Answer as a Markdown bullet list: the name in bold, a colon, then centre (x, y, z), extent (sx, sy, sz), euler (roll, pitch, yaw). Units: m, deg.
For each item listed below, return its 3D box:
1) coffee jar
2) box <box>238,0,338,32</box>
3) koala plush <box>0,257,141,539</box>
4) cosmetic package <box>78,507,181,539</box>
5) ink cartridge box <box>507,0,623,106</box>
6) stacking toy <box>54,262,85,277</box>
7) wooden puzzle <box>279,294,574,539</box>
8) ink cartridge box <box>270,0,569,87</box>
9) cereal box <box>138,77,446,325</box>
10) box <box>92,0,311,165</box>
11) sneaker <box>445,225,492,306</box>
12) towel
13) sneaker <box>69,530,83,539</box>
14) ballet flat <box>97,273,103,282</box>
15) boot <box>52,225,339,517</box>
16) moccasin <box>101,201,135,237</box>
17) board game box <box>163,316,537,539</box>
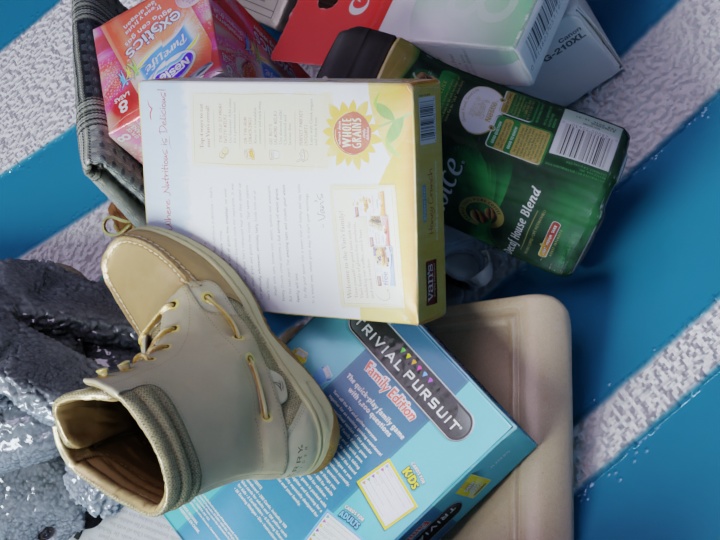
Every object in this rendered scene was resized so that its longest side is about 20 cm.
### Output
- **coffee jar**: centre (0.062, -0.077, 1.202), extent (0.200, 0.104, 0.085), euler (22, 58, 3)
- **box**: centre (-0.039, -0.280, 1.427), extent (0.095, 0.078, 0.200), euler (28, 99, 30)
- **koala plush**: centre (-0.222, 0.112, 1.226), extent (0.177, 0.184, 0.200), euler (-77, 8, -59)
- **cosmetic package**: centre (-0.119, 0.171, 1.267), extent (0.101, 0.071, 0.200), euler (13, 72, 38)
- **ink cartridge box**: centre (0.074, -0.186, 1.333), extent (0.145, 0.084, 0.200), euler (-33, 49, 14)
- **stacking toy**: centre (-0.292, 0.025, 1.479), extent (0.200, 0.085, 0.085), euler (11, 70, 46)
- **wooden puzzle**: centre (0.039, 0.116, 1.197), extent (0.200, 0.037, 0.185), euler (-7, 72, 26)
- **ink cartridge box**: centre (0.047, -0.204, 1.260), extent (0.200, 0.050, 0.161), euler (11, 62, 27)
- **cereal box**: centre (-0.044, -0.046, 1.160), extent (0.200, 0.040, 0.144), euler (5, 102, 31)
- **box**: centre (-0.087, -0.100, 1.318), extent (0.095, 0.200, 0.103), euler (-27, 53, 17)
- **sneaker**: centre (0.000, 0.000, 1.282), extent (0.200, 0.075, 0.115), euler (-25, 50, 17)
- **towel**: centre (-0.144, -0.090, 1.354), extent (0.035, 0.200, 0.193), euler (-27, 48, 18)
- **sneaker**: centre (-0.285, 0.174, 1.382), extent (0.200, 0.075, 0.116), euler (36, 90, 42)
- **ballet flat**: centre (-0.182, 0.060, 1.358), extent (0.064, 0.067, 0.200), euler (39, 115, 4)
- **boot**: centre (-0.124, 0.055, 1.112), extent (0.200, 0.155, 0.073), euler (49, 125, 22)
- **moccasin**: centre (-0.155, -0.047, 1.415), extent (0.074, 0.078, 0.202), euler (-20, 58, 26)
- **board game box**: centre (-0.016, 0.120, 1.165), extent (0.200, 0.047, 0.151), euler (-44, 60, 2)
